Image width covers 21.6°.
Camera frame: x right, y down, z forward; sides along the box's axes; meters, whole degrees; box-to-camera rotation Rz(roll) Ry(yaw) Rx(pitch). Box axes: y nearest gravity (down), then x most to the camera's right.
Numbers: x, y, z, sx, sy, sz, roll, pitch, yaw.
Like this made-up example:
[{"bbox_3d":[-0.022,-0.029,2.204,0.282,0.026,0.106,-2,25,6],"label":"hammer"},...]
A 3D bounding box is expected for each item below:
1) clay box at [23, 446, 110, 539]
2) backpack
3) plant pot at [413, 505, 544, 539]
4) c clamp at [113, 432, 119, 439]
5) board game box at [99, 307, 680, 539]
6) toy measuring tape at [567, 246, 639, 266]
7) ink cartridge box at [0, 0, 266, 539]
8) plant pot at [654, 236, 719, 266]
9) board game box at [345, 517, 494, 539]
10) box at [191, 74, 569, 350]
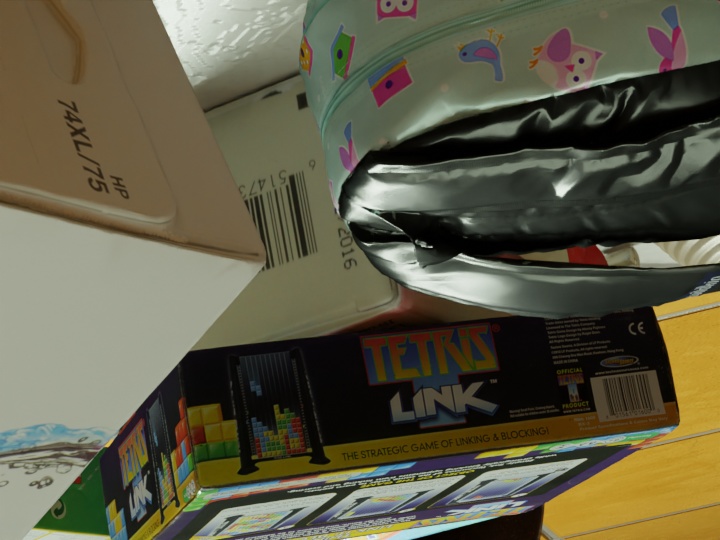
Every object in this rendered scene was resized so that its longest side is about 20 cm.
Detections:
[{"bbox_3d":[-0.221,0.120,0.885,0.200,0.048,0.115,-21,156,39],"label":"clay box"},{"bbox_3d":[0.080,-0.066,0.641,0.199,0.127,0.167,-9,152,-2],"label":"backpack"},{"bbox_3d":[-0.016,0.132,1.179,0.199,0.188,0.187,-3,170,34],"label":"plant pot"},{"bbox_3d":[-0.063,0.076,0.963,0.199,0.027,0.171,8,-147,16],"label":"c clamp"},{"bbox_3d":[0.005,0.070,0.779,0.199,0.057,0.165,-5,164,-21],"label":"board game box"},{"bbox_3d":[0.105,0.000,0.988,0.073,0.074,0.200,-19,-170,26],"label":"toy measuring tape"},{"bbox_3d":[-0.156,-0.004,0.535,0.146,0.147,0.200,14,129,-43],"label":"ink cartridge box"},{"bbox_3d":[0.210,-0.039,0.869,0.200,0.093,0.201,-9,163,-3],"label":"plant pot"},{"bbox_3d":[-0.002,0.082,1.029,0.199,0.152,0.045,-18,130,22],"label":"board game box"},{"bbox_3d":[0.000,0.000,0.831,0.127,0.109,0.200,-20,161,25],"label":"box"}]
